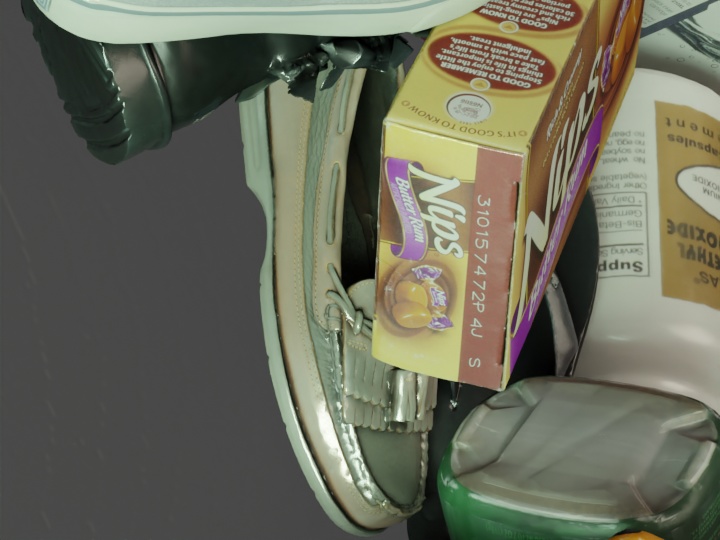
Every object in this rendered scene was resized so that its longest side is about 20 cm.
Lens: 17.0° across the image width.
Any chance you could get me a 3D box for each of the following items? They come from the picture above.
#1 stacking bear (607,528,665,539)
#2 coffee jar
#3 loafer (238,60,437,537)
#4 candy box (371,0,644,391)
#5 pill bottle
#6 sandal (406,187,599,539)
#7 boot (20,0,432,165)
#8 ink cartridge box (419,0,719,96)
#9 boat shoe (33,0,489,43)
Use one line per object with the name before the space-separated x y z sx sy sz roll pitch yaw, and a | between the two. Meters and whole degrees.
stacking bear | 0.046 0.145 0.804 0.121 0.200 0.114 7 67 -54
coffee jar | 0.095 0.142 0.907 0.085 0.104 0.200 -51 139 -45
loafer | 0.000 0.000 0.940 0.072 0.063 0.201 10 64 -55
candy box | 0.061 -0.066 0.910 0.200 0.056 0.117 -65 164 -45
pill bottle | 0.116 0.023 1.051 0.114 0.114 0.201 35 46 -41
sandal | 0.058 0.026 0.971 0.043 0.076 0.201 70 21 -72
boot | -0.054 -0.147 0.877 0.162 0.073 0.199 -27 104 -28
ink cartridge box | 0.146 -0.138 1.102 0.145 0.200 0.085 36 45 -40
boat shoe | -0.014 -0.123 0.808 0.200 0.072 0.070 -11 65 -29
